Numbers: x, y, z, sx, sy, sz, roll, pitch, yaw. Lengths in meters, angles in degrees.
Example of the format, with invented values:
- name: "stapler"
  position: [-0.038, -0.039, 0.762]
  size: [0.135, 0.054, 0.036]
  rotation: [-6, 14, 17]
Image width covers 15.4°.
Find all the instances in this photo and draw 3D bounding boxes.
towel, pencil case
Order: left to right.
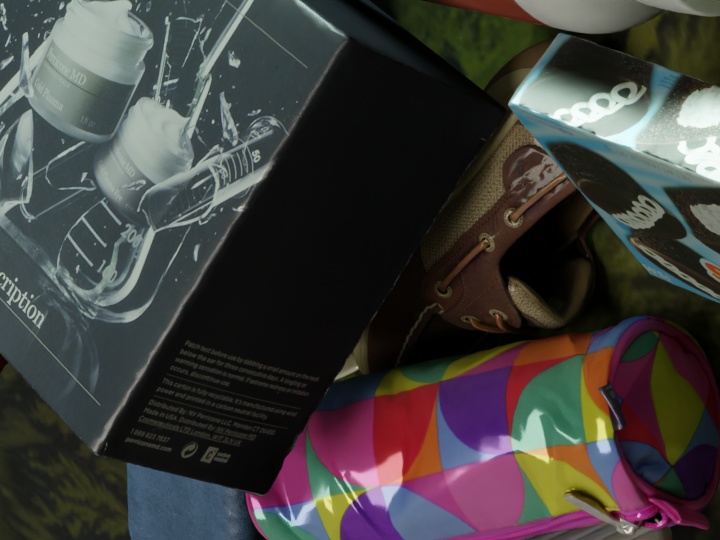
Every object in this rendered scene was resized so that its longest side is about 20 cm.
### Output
- name: "towel"
  position: [-0.074, 0.147, 1.336]
  size: [0.111, 0.048, 0.201]
  rotation: [30, 130, 42]
- name: "pencil case"
  position: [0.048, 0.073, 1.058]
  size: [0.199, 0.088, 0.089]
  rotation: [-14, 96, 39]

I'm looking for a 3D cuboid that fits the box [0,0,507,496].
- name: "box"
  position: [-0.077, -0.048, 1.044]
  size: [0.200, 0.104, 0.183]
  rotation: [41, 103, 38]

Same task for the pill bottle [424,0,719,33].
- name: "pill bottle"
  position: [0.060, -0.147, 0.955]
  size: [0.199, 0.112, 0.113]
  rotation: [18, 120, 49]

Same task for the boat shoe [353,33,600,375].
- name: "boat shoe"
  position: [0.058, -0.003, 1.067]
  size: [0.072, 0.072, 0.200]
  rotation: [54, 136, 24]

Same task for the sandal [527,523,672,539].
- name: "sandal"
  position: [0.060, 0.131, 1.118]
  size: [0.206, 0.079, 0.060]
  rotation: [3, 123, 57]

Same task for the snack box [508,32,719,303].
- name: "snack box"
  position: [0.153, -0.012, 0.907]
  size: [0.199, 0.037, 0.116]
  rotation: [25, 165, 45]

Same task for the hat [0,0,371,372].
- name: "hat"
  position: [-0.104, -0.079, 1.152]
  size: [0.165, 0.175, 0.201]
  rotation: [-22, 89, 56]

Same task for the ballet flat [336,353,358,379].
- name: "ballet flat"
  position: [0.000, 0.000, 1.165]
  size: [0.065, 0.071, 0.200]
  rotation: [39, 145, -2]
